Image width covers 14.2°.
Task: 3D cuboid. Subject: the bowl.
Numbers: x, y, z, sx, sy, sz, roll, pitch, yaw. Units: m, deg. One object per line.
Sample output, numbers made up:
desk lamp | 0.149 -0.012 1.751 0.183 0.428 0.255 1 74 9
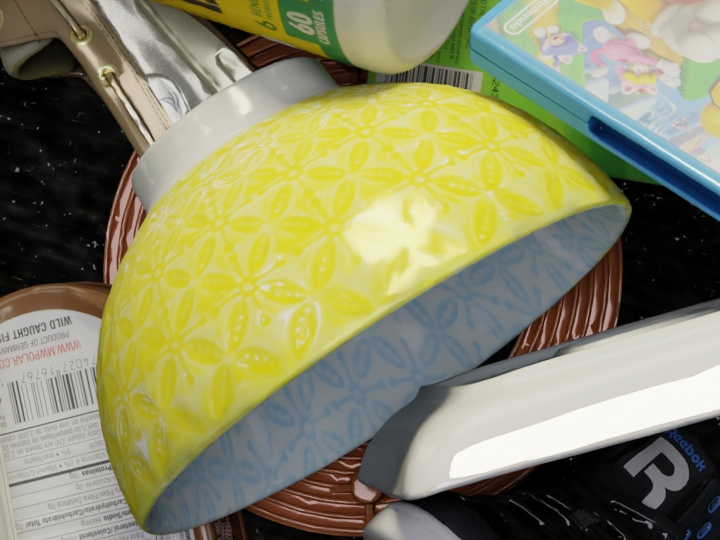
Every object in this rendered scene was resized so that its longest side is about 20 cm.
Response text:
bowl | -0.018 -0.008 0.995 0.200 0.200 0.108 -34 78 0

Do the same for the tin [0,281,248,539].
tin | -0.101 0.103 1.074 0.112 0.042 0.201 -15 84 18

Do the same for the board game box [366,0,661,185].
board game box | 0.104 -0.079 1.032 0.199 0.030 0.096 10 108 9

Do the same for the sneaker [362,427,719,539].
sneaker | 0.072 0.087 0.999 0.112 0.200 0.073 -45 67 -5

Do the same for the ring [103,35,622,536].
ring | 0.000 0.000 1.096 0.200 0.019 0.201 0 84 4

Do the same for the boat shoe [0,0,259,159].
boat shoe | -0.109 -0.098 1.078 0.066 0.074 0.200 -44 74 -4

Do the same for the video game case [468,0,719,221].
video game case | 0.156 -0.064 0.949 0.200 0.018 0.143 35 57 25

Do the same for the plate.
plate | 0.097 0.035 0.984 0.199 0.200 0.032 -17 89 -5

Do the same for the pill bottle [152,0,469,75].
pill bottle | -0.058 -0.147 0.986 0.199 0.113 0.113 20 86 19

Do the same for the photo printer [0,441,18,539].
photo printer | -0.208 0.078 1.058 0.166 0.069 0.201 -14 83 23
